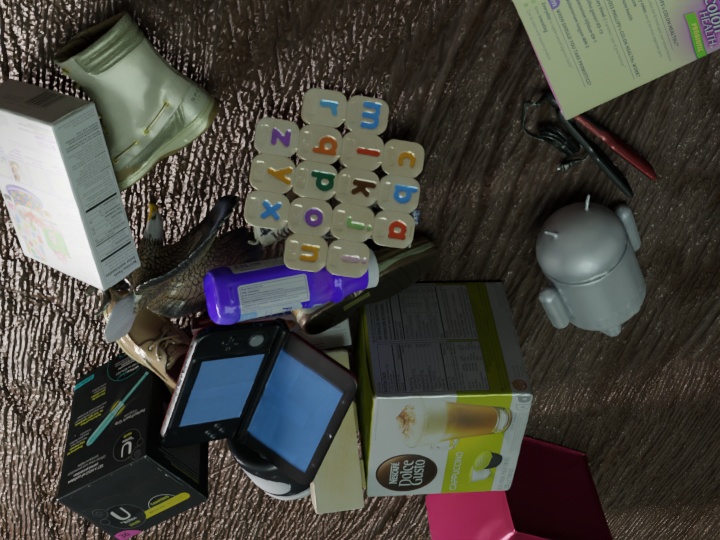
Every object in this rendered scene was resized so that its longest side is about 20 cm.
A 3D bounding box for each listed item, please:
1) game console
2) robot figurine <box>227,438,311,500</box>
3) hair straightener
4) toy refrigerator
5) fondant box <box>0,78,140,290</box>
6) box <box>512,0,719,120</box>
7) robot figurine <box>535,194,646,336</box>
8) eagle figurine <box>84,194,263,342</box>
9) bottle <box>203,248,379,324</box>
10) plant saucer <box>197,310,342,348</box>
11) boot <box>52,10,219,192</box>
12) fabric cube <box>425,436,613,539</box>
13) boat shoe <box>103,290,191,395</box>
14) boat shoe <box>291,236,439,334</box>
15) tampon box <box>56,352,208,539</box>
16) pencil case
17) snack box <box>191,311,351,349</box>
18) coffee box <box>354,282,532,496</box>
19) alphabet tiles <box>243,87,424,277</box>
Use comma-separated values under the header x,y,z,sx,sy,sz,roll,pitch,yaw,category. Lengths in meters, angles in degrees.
x,y,z,sx,sy,sz,roll,pitch,yaw,category
-0.126,0.169,1.230,0.171,0.119,0.201,-5,133,-36,game console
-0.114,0.246,1.444,0.124,0.151,0.200,-19,147,3,robot figurine
0.256,-0.140,1.204,0.199,0.041,0.077,29,123,-29,hair straightener
-0.037,0.204,1.337,0.069,0.076,0.202,-6,89,-7,toy refrigerator
-0.323,-0.091,1.096,0.144,0.058,0.201,19,132,34,fondant box
0.259,-0.282,1.036,0.199,0.097,0.176,-24,131,16,box
0.287,-0.005,1.284,0.170,0.113,0.200,-48,132,-15,robot figurine
-0.222,-0.010,1.211,0.198,0.152,0.152,-5,113,4,eagle figurine
-0.078,0.014,1.190,0.198,0.083,0.066,-11,91,-19,bottle
-0.121,0.079,1.366,0.198,0.035,0.201,-3,134,-3,plant saucer
-0.270,-0.170,1.092,0.199,0.072,0.155,-30,127,23,boot
0.242,0.395,1.594,0.199,0.197,0.200,19,126,-22,fabric cube
-0.242,0.101,1.306,0.200,0.071,0.064,48,151,-12,boat shoe
0.000,0.000,1.282,0.199,0.076,0.072,-26,150,-14,boat shoe
-0.293,0.223,1.364,0.149,0.201,0.126,-27,130,19,tampon box
-0.033,-0.070,1.201,0.198,0.090,0.078,-2,169,-7,pencil case
-0.113,0.079,1.327,0.198,0.024,0.072,-8,135,0,snack box
0.096,0.154,1.347,0.196,0.201,0.201,-1,133,-6,coffee box
-0.028,-0.096,1.147,0.194,0.015,0.202,7,93,-14,alphabet tiles
